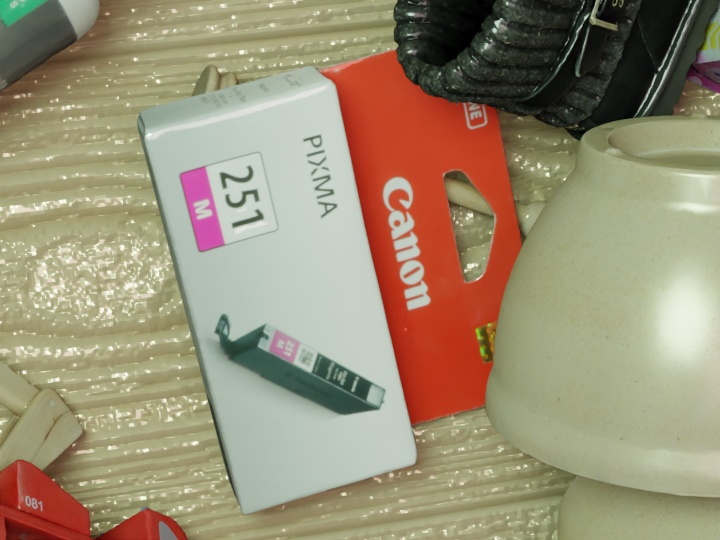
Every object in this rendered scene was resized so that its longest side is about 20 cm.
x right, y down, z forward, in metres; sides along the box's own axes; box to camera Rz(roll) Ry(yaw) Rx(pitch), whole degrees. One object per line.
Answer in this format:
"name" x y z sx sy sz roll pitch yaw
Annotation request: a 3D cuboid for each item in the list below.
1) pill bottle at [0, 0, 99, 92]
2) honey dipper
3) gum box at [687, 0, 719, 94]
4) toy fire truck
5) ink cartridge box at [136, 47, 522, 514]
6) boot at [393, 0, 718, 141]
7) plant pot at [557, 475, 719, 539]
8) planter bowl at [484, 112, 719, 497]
"pill bottle" -0.189 -0.129 0.830 0.200 0.113 0.113 -36 101 -7
"honey dipper" 0.010 -0.050 0.922 0.199 0.038 0.038 20 90 -16
"gum box" 0.226 -0.141 0.876 0.066 0.200 0.114 22 88 -13
"toy fire truck" -0.158 0.096 0.864 0.049 0.142 0.200 -32 140 26
"ink cartridge box" 0.000 0.000 0.896 0.173 0.044 0.201 -16 110 -8
"boot" 0.107 -0.165 0.873 0.157 0.079 0.212 18 87 -45
"plant pot" 0.174 0.140 0.910 0.200 0.200 0.135 -36 64 -8
"planter bowl" 0.159 0.004 0.860 0.199 0.200 0.135 -3 107 -12
